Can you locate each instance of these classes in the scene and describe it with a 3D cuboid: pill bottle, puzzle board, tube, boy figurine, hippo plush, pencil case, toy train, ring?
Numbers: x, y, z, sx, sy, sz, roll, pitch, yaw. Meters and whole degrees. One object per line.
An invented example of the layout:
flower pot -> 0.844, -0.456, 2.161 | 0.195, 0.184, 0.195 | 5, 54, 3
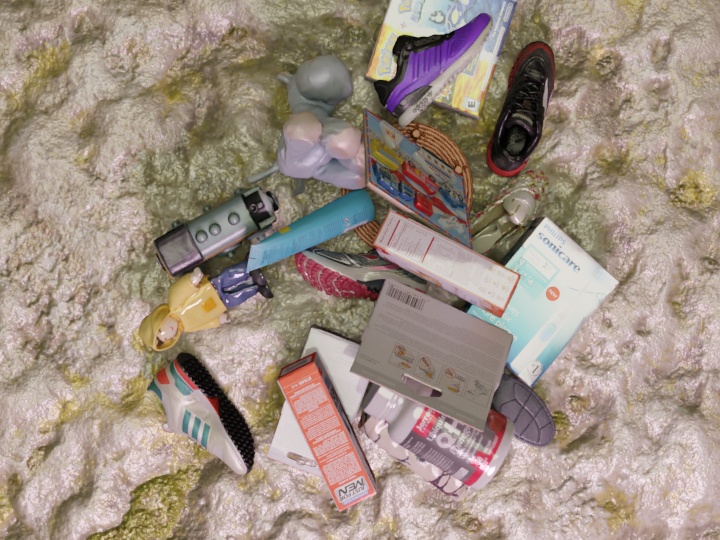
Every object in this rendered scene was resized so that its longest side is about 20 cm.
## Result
pill bottle -> 0.106, 0.209, 1.651 | 0.198, 0.111, 0.112 | 31, 92, -4
puzzle board -> 0.081, -0.126, 1.638 | 0.199, 0.152, 0.017 | 32, 129, -31
tube -> -0.072, -0.055, 1.681 | 0.198, 0.078, 0.051 | -27, 65, -22
boy figurine -> -0.230, 0.045, 1.707 | 0.198, 0.125, 0.065 | -27, 51, -9
hippo plush -> -0.049, -0.212, 1.696 | 0.157, 0.200, 0.163 | 16, 66, -18
pencil case -> 0.088, 0.247, 1.736 | 0.199, 0.078, 0.090 | 36, 93, -2
toy train -> -0.207, -0.055, 1.699 | 0.198, 0.114, 0.086 | -27, 93, 0
ring -> 0.069, -0.119, 1.750 | 0.197, 0.019, 0.204 | 0, 93, 0

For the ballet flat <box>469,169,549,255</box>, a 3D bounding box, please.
ballet flat -> 0.205, -0.067, 1.732 | 0.200, 0.064, 0.076 | -42, 108, 1

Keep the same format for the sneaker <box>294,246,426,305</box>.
sneaker -> 0.000, 0.000, 1.733 | 0.197, 0.081, 0.076 | 15, 64, -2

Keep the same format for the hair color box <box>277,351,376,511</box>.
hair color box -> -0.046, 0.223, 1.667 | 0.063, 0.111, 0.203 | -24, 94, 1

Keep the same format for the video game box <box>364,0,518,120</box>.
video game box -> 0.120, -0.346, 1.728 | 0.179, 0.047, 0.203 | 18, 92, 0

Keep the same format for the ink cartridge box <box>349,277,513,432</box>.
ink cartridge box -> 0.095, 0.122, 1.617 | 0.197, 0.045, 0.178 | 24, 51, 1

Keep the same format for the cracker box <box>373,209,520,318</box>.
cracker box -> 0.118, -0.007, 1.627 | 0.198, 0.134, 0.058 | 28, 87, 8

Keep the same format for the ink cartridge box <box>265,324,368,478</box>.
ink cartridge box -> -0.057, 0.193, 1.746 | 0.107, 0.050, 0.203 | 20, 93, -2

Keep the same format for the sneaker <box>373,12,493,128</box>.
sneaker -> 0.097, -0.305, 1.673 | 0.100, 0.070, 0.200 | 44, 91, -1

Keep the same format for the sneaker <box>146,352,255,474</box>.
sneaker -> -0.236, 0.224, 1.743 | 0.093, 0.070, 0.201 | -33, 95, 18

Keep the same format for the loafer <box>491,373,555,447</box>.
loafer -> 0.203, 0.183, 1.749 | 0.199, 0.063, 0.072 | 38, 88, -6

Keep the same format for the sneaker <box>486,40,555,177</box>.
sneaker -> 0.238, -0.235, 1.709 | 0.070, 0.098, 0.204 | 18, 91, 0

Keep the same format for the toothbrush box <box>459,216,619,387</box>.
toothbrush box -> 0.254, 0.044, 1.728 | 0.146, 0.085, 0.200 | 42, 90, -2
